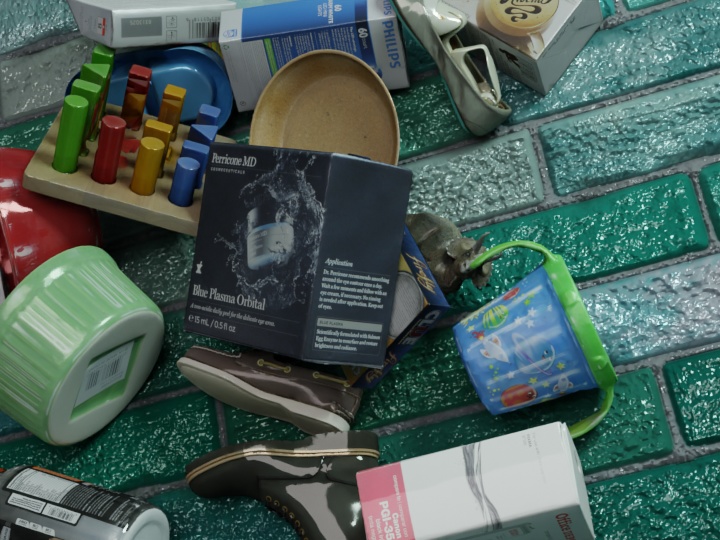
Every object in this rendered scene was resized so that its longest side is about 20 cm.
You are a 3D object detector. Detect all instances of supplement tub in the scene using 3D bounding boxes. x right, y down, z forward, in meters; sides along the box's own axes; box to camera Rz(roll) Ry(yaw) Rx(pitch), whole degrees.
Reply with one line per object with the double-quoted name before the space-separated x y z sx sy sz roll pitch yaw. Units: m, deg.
"supplement tub" -0.303 0.269 1.516 0.198 0.123 0.124 12 70 21

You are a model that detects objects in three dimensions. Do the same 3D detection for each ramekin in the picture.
"ramekin" -0.295 0.084 1.562 0.097 0.200 0.200 36 79 20

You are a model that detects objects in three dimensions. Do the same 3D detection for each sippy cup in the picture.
"sippy cup" 0.165 0.072 1.468 0.129 0.140 0.179 -24 59 6

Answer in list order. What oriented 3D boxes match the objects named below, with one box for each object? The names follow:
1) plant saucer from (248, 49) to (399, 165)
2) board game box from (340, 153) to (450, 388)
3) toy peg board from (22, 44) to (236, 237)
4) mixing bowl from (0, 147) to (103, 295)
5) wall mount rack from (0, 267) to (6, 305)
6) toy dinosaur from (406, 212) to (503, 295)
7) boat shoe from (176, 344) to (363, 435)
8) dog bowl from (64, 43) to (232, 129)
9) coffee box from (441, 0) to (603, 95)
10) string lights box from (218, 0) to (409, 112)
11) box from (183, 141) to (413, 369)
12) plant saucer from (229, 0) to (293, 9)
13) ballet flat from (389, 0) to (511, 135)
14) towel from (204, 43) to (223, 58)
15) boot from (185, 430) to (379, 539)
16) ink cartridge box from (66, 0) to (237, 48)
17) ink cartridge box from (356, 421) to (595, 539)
"plant saucer" -0.033 -0.138 1.640 0.198 0.035 0.203 1 92 33
"board game box" 0.000 0.000 1.548 0.136 0.034 0.201 -47 54 31
"toy peg board" -0.235 -0.149 1.614 0.197 0.099 0.201 15 32 -4
"mixing bowl" -0.346 -0.050 1.654 0.107 0.201 0.201 -14 60 -15
"wall mount rack" -0.426 0.016 1.640 0.074 0.174 0.202 -10 61 -15
"toy dinosaur" 0.074 -0.016 1.578 0.102 0.077 0.200 -40 36 -3
"boat shoe" -0.094 0.115 1.559 0.198 0.072 0.060 18 66 18
"dog bowl" -0.240 -0.204 1.728 0.198 0.112 0.050 -10 30 11
"coffee box" 0.154 -0.298 1.673 0.199 0.080 0.113 34 80 26
"string lights box" -0.050 -0.246 1.678 0.198 0.103 0.059 -7 46 5
"box" -0.066 -0.018 1.511 0.196 0.117 0.202 9 91 46
"plant saucer" -0.059 -0.341 1.770 0.199 0.039 0.203 -9 57 14
"ballet flat" 0.100 -0.243 1.626 0.063 0.067 0.201 -27 98 27
"towel" -0.136 -0.255 1.771 0.198 0.018 0.087 -12 64 10
"boot" -0.075 0.241 1.495 0.198 0.078 0.140 -11 68 12
"ink cartridge box" -0.257 -0.294 1.738 0.161 0.051 0.199 -9 17 -32
"ink cartridge box" 0.111 0.221 1.407 0.198 0.147 0.084 -15 63 9
